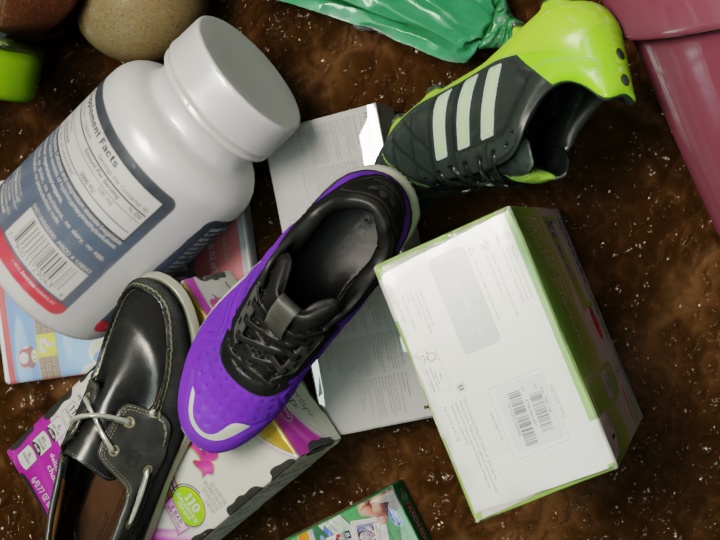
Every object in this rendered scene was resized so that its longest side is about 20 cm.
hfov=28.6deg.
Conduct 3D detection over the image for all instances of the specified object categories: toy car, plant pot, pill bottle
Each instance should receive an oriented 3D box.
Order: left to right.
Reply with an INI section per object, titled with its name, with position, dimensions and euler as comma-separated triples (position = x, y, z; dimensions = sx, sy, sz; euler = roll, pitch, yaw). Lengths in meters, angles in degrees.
[toy car]
position = -0.157, -0.189, 0.939
dimensions = 0.197, 0.158, 0.167
euler = 10, 101, -13
[pill bottle]
position = -0.137, -0.060, 0.892
dimensions = 0.199, 0.119, 0.120
euler = -40, 81, 20
[plant pot]
position = 0.244, -0.119, 0.787
dimensions = 0.197, 0.200, 0.182
euler = -11, 103, 15

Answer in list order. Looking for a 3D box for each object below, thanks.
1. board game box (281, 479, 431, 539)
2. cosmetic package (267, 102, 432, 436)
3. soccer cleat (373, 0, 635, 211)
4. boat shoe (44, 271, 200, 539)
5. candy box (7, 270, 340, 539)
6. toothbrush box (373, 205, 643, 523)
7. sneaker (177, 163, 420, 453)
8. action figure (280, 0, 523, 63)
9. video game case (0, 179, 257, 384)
[board game box]
position = 0.012, 0.260, 0.935
dimensions = 0.133, 0.029, 0.202
euler = -28, 84, 15
[cosmetic package]
position = 0.000, 0.000, 0.920
dimensions = 0.081, 0.051, 0.203
euler = -12, 88, 19
[soccer cleat]
position = 0.074, -0.075, 0.806
dimensions = 0.200, 0.067, 0.082
euler = -39, 56, 41
[boat shoe]
position = -0.148, 0.101, 0.867
dimensions = 0.071, 0.067, 0.203
euler = 22, 104, 23
[candy box]
position = -0.127, 0.115, 0.929
dimensions = 0.200, 0.061, 0.137
euler = -42, 77, 25
[toothbrush box]
position = 0.093, 0.046, 0.818
dimensions = 0.085, 0.200, 0.147
euler = -23, 85, 14
[sneaker]
position = -0.045, 0.024, 0.798
dimensions = 0.069, 0.100, 0.201
euler = 37, 99, -2
[action figure]
position = 0.019, -0.190, 0.905
dimensions = 0.198, 0.055, 0.119
euler = 28, 88, 4
[video game case]
position = -0.167, -0.004, 0.984
dimensions = 0.197, 0.017, 0.145
euler = -8, 90, 16
